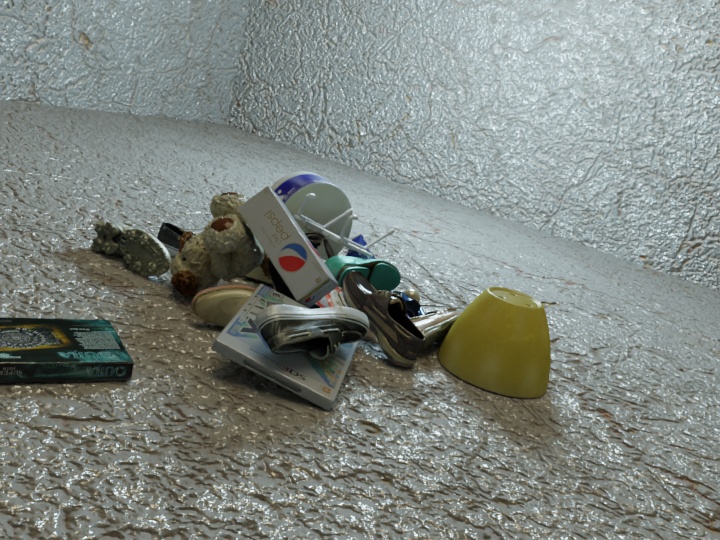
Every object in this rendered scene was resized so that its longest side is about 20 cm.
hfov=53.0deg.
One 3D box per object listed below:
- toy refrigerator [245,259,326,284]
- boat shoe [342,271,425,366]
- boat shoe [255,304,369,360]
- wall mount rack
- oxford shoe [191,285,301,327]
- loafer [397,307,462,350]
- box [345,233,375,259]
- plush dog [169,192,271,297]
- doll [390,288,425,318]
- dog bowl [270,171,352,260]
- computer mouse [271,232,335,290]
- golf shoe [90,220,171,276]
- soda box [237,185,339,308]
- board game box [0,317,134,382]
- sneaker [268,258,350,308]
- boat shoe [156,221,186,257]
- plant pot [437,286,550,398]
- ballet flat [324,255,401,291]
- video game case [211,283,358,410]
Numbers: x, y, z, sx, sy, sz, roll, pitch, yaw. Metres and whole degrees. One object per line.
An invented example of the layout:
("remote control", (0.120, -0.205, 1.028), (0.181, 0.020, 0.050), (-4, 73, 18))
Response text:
("toy refrigerator", (-0.127, 0.004, 1.440), (0.199, 0.070, 0.076), (16, 9, 3))
("boat shoe", (0.046, 0.069, 1.227), (0.074, 0.073, 0.200), (0, 45, -54))
("boat shoe", (-0.062, 0.096, 1.026), (0.199, 0.072, 0.071), (5, 56, -43))
("wall mount rack", (-0.030, -0.090, 1.452), (0.199, 0.075, 0.174), (29, 4, 30))
("oxford shoe", (-0.167, 0.073, 1.148), (0.199, 0.071, 0.074), (9, 21, -17))
("loafer", (0.132, 0.096, 1.321), (0.063, 0.072, 0.200), (46, 29, 19))
("box", (0.014, 0.000, 1.515), (0.032, 0.122, 0.200), (-28, 11, 12))
("plush dog", (-0.257, -0.025, 1.282), (0.171, 0.161, 0.200), (-24, 27, 7))
("doll", (0.080, 0.078, 1.405), (0.136, 0.049, 0.200), (28, 18, 9))
("dog bowl", (-0.118, -0.106, 1.558), (0.199, 0.201, 0.079), (3, 20, -37))
("computer mouse", (-0.104, 0.010, 1.354), (0.140, 0.046, 0.201), (-5, 52, -24))
("golf shoe", (-0.405, -0.046, 1.347), (0.199, 0.079, 0.097), (25, 12, 31))
("soda box", (-0.120, -0.039, 1.200), (0.200, 0.068, 0.064), (55, 3, 18))
("board game box", (-0.402, 0.098, 0.907), (0.199, 0.028, 0.135), (5, 18, -35))
("sneaker", (-0.075, 0.038, 1.267), (0.202, 0.067, 0.108), (52, 27, 20))
("boat shoe", (-0.318, -0.050, 1.451), (0.199, 0.067, 0.070), (19, 15, 15))
("plant pot", (0.249, 0.111, 1.262), (0.199, 0.143, 0.200), (14, 14, -4))
("ballet flat", (0.000, 0.000, 1.374), (0.070, 0.068, 0.200), (35, 17, 34))
("video game case", (-0.100, 0.105, 1.059), (0.182, 0.022, 0.200), (28, 24, 0))
